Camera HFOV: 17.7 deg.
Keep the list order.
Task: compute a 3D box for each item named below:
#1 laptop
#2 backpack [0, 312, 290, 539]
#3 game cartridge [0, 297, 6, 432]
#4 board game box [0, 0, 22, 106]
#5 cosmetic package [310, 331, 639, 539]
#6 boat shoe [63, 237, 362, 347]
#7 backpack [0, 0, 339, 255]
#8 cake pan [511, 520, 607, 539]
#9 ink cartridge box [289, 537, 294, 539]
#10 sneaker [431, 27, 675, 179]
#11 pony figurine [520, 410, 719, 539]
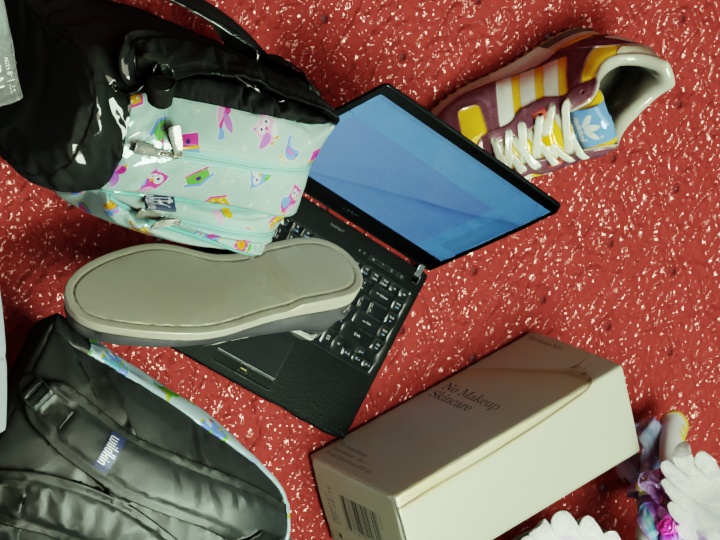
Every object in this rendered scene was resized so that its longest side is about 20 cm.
[{"bbox_3d":[0.000,0.000,1.470,0.177,0.103,0.200,32,83,-37],"label":"laptop"},{"bbox_3d":[-0.138,0.140,1.391,0.199,0.154,0.164,25,79,-10],"label":"backpack"},{"bbox_3d":[-0.253,0.007,1.256,0.133,0.041,0.201,-23,107,-51],"label":"game cartridge"},{"bbox_3d":[-0.237,-0.192,1.220,0.028,0.135,0.201,-21,115,-30],"label":"board game box"},{"bbox_3d":[0.078,0.124,1.564,0.200,0.103,0.073,-29,118,-28],"label":"cosmetic package"},{"bbox_3d":[-0.091,0.026,1.387,0.199,0.073,0.063,-7,142,-35],"label":"boat shoe"},{"bbox_3d":[-0.116,-0.087,1.341,0.200,0.167,0.127,13,115,-41],"label":"backpack"},{"bbox_3d":[0.144,0.284,1.699,0.200,0.037,0.201,-11,109,-34],"label":"cake pan"},{"bbox_3d":[0.012,0.249,1.485,0.048,0.200,0.146,-49,123,-14],"label":"ink cartridge box"},{"bbox_3d":[0.118,-0.097,1.537,0.200,0.090,0.075,-39,123,-22],"label":"sneaker"},{"bbox_3d":[0.220,0.193,1.634,0.166,0.200,0.193,-26,116,23],"label":"pony figurine"}]
